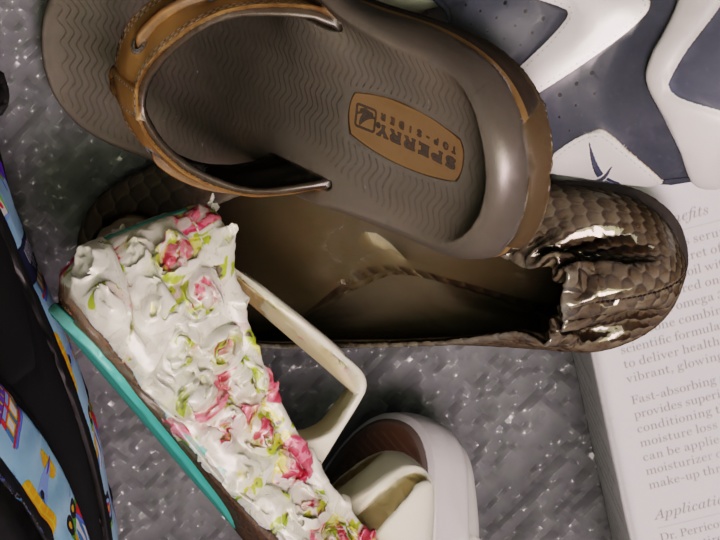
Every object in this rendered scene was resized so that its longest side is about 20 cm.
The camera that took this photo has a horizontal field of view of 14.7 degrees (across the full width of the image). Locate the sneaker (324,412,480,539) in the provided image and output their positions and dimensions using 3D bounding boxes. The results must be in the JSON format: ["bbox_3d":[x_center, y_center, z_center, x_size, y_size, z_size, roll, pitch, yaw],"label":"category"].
[{"bbox_3d":[0.020,0.141,0.946,0.085,0.073,0.200,-5,108,-41],"label":"sneaker"}]

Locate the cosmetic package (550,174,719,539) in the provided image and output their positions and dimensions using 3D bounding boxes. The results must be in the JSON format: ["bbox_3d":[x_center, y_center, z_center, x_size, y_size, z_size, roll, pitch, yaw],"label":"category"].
[{"bbox_3d":[0.118,0.014,0.896,0.101,0.071,0.200,-14,113,-1],"label":"cosmetic package"}]

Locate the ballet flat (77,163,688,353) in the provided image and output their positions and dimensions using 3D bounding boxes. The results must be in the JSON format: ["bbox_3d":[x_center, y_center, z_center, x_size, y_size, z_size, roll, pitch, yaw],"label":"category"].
[{"bbox_3d":[0.000,0.000,0.847,0.200,0.046,0.067,4,118,22],"label":"ballet flat"}]

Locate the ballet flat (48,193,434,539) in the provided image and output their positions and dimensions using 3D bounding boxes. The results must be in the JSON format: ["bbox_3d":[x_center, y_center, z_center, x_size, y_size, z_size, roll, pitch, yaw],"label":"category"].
[{"bbox_3d":[-0.016,0.062,0.839,0.064,0.076,0.200,-39,116,-10],"label":"ballet flat"}]

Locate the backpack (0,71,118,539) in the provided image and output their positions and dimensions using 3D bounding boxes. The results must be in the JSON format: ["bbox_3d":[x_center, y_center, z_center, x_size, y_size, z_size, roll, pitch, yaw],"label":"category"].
[{"bbox_3d":[-0.147,0.060,0.827,0.134,0.183,0.200,-14,124,6],"label":"backpack"}]

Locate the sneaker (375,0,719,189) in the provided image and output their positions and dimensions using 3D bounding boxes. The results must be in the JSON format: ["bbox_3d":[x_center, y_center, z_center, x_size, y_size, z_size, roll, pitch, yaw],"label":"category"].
[{"bbox_3d":[0.055,-0.113,0.807,0.129,0.079,0.200,-9,76,12],"label":"sneaker"}]

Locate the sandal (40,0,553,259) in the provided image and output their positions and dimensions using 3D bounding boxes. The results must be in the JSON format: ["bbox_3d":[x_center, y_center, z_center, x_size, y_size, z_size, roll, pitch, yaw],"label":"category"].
[{"bbox_3d":[-0.031,-0.047,0.795,0.055,0.200,0.082,-22,125,-39],"label":"sandal"}]
